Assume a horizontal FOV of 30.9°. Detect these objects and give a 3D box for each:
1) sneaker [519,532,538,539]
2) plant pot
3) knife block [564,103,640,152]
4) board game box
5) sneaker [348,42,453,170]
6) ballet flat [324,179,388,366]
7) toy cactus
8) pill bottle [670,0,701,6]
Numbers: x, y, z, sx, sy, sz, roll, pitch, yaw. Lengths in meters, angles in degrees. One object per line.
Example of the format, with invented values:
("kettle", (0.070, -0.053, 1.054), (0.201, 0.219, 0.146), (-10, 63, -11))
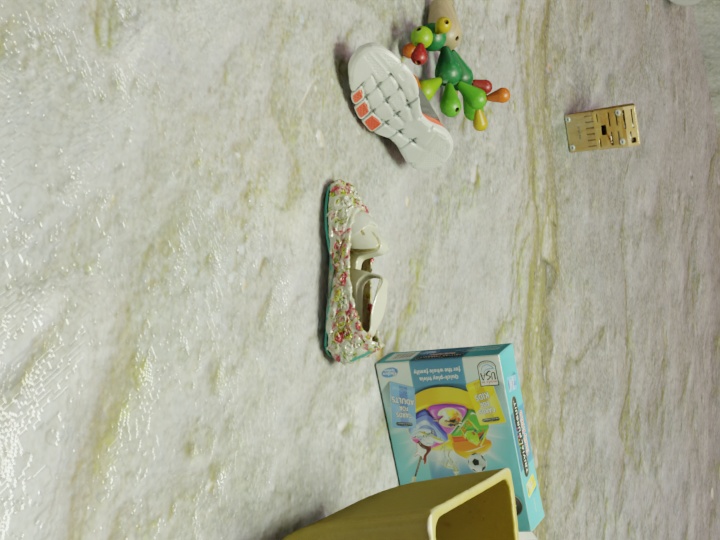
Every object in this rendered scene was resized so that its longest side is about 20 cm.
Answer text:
("sneaker", (0.144, 0.324, 1.589), (0.199, 0.073, 0.085), (19, 34, -52))
("plant pot", (0.026, 0.299, 1.201), (0.194, 0.198, 0.198), (-8, 92, -62))
("knife block", (0.432, -0.240, 2.132), (0.174, 0.199, 0.065), (-15, 98, -32))
("board game box", (0.110, 0.188, 1.438), (0.047, 0.150, 0.202), (-27, 108, -60))
("sneaker", (0.036, -0.197, 1.495), (0.200, 0.077, 0.082), (52, 14, -46))
("ballet flat", (0.000, 0.000, 1.364), (0.075, 0.063, 0.202), (21, 66, -59))
("toy cactus", (0.113, -0.271, 1.627), (0.199, 0.102, 0.166), (29, 49, -47))
("pill bottle", (0.731, -0.650, 2.853), (0.200, 0.110, 0.112), (-40, 119, -58))
